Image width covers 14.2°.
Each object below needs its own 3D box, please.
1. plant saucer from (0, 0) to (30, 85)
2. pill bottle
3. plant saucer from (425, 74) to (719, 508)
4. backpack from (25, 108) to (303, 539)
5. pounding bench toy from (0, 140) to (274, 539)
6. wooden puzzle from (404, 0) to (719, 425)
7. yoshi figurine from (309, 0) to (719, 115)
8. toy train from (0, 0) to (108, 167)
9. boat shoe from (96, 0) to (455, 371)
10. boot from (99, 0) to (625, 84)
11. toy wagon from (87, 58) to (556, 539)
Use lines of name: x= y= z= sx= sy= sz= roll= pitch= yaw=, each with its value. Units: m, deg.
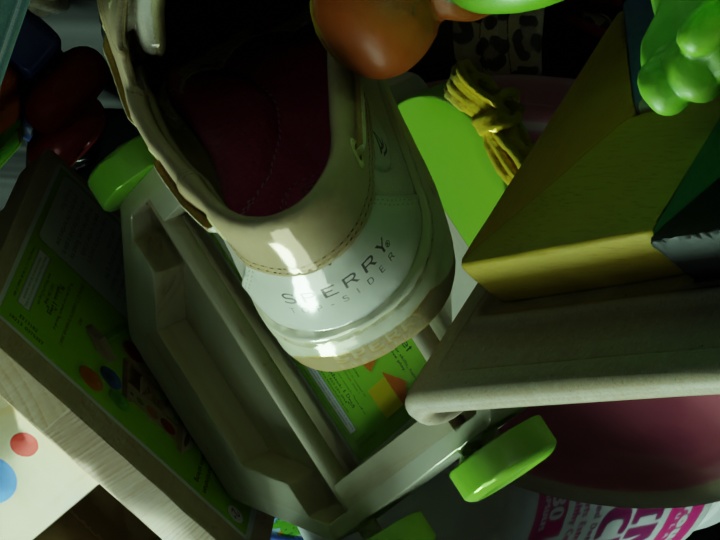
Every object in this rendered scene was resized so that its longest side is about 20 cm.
plant saucer: x=-0.124 y=-0.051 z=0.779 sx=0.019 sy=0.200 sz=0.070 roll=17 pitch=177 yaw=39
pill bottle: x=0.072 y=0.065 z=1.121 sx=0.113 sy=0.114 sz=0.200 roll=1 pitch=-176 yaw=37
plant saucer: x=0.070 y=0.017 z=0.917 sx=0.200 sy=0.051 sz=0.201 roll=12 pitch=148 yaw=8
backpack: x=-0.034 y=0.032 z=1.194 sx=0.147 sy=0.183 sz=0.200 roll=3 pitch=173 yaw=35
pounding bench toy: x=-0.120 y=0.056 z=1.000 sx=0.156 sy=0.200 sz=0.124 roll=-40 pitch=108 yaw=23
wooden puzzle: x=0.094 y=-0.048 z=0.693 sx=0.037 sy=0.185 sz=0.200 roll=38 pitch=159 yaw=-15
yoshi figurine: x=0.057 y=-0.095 z=0.655 sx=0.200 sy=0.112 sz=0.112 roll=-5 pitch=156 yaw=43
toy train: x=-0.150 y=-0.053 z=0.965 sx=0.085 sy=0.116 sz=0.200 roll=40 pitch=169 yaw=2
boat shoe: x=-0.033 y=-0.066 z=0.773 sx=0.074 sy=0.200 sz=0.069 roll=-31 pitch=141 yaw=3
boot: x=0.015 y=-0.062 z=0.959 sx=0.150 sy=0.073 sz=0.200 roll=6 pitch=161 yaw=21
toy wagon: x=0.000 y=0.000 z=0.854 sx=0.040 sy=0.155 sz=0.200 roll=-26 pitch=169 yaw=-42
